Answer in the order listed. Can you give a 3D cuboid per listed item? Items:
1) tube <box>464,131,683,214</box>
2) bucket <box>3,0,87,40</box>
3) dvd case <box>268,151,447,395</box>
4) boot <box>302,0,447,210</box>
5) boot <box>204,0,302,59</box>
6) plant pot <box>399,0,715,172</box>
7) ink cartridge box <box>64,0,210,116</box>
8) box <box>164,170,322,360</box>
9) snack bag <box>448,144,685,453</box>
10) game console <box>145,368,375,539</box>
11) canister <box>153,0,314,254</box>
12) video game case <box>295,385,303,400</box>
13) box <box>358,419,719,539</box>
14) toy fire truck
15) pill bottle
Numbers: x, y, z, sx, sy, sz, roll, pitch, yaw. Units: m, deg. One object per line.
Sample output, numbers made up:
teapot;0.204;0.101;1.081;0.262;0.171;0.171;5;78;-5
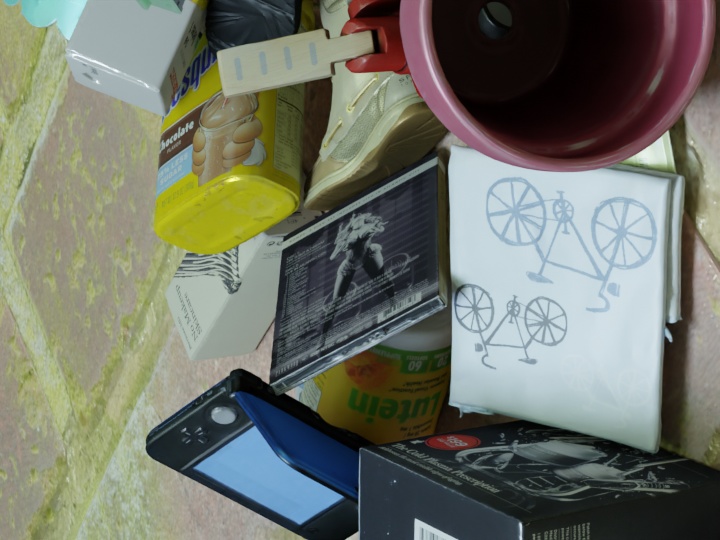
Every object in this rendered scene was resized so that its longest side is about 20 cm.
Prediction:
tube;0.148;-0.076;1.577;0.199;0.058;0.052;1;55;53
bucket;-0.211;-0.291;1.996;0.207;0.206;0.136;46;129;45
dvd case;0.000;0.000;1.698;0.148;0.016;0.201;-29;29;19
boot;-0.004;-0.146;1.794;0.200;0.072;0.156;-46;56;57
boot;-0.056;-0.271;1.783;0.199;0.073;0.163;107;-176;-47
plant pot;0.109;-0.168;1.498;0.179;0.199;0.202;-161;66;-73
ink cartridge box;-0.154;-0.235;1.797;0.145;0.084;0.201;122;171;-85
box;-0.103;-0.007;1.996;0.083;0.068;0.200;65;145;27
snack bag;0.140;0.019;1.564;0.188;0.021;0.202;11;107;38
game console;-0.039;0.170;1.677;0.170;0.199;0.119;-35;38;33
canister;-0.106;-0.130;1.875;0.148;0.086;0.201;-29;49;42
video game case;-0.013;0.103;1.918;0.143;0.018;0.201;31;123;54
box;0.124;0.178;1.540;0.200;0.181;0.105;19;111;56
toy fire truck;-0.003;-0.203;1.652;0.129;0.199;0.177;-46;58;53
pill bottle;0.010;0.099;1.784;0.111;0.110;0.201;50;136;42
